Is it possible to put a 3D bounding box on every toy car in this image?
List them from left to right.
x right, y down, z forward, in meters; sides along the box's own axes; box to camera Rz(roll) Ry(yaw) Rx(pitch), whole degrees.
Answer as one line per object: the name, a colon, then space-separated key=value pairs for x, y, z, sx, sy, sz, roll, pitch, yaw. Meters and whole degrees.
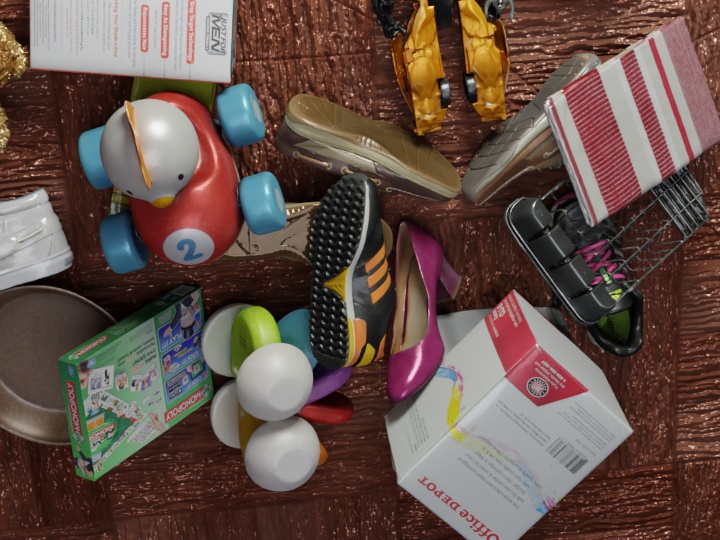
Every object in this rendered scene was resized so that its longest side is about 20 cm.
toy car: x=-0.191 y=-0.094 z=1.491 sx=0.183 sy=0.200 sz=0.178 roll=-15 pitch=85 yaw=9
toy car: x=-0.077 y=0.126 z=1.655 sx=0.149 sy=0.175 sz=0.201 roll=-14 pitch=114 yaw=-20

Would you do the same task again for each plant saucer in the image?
plant saucer: x=-0.333 y=0.096 z=1.667 sx=0.199 sy=0.037 sz=0.201 roll=2 pitch=118 yaw=4

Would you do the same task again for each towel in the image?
towel: x=-0.204 y=-0.134 z=1.608 sx=0.086 sy=0.018 sz=0.201 roll=10 pitch=111 yaw=-11
towel: x=0.283 y=-0.154 z=1.596 sx=0.200 sy=0.023 sz=0.145 roll=-33 pitch=110 yaw=-24

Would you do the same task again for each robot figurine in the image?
robot figurine: x=0.087 y=-0.244 z=1.572 sx=0.144 sy=0.058 sz=0.201 roll=-10 pitch=114 yaw=-2

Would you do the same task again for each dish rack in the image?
dish rack: x=0.267 y=-0.058 z=1.628 sx=0.200 sy=0.055 sz=0.154 roll=-39 pitch=95 yaw=-23

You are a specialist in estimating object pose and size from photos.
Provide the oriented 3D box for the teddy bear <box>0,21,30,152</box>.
teddy bear: x=-0.414 y=-0.161 z=1.532 sx=0.200 sy=0.067 sz=0.145 roll=-36 pitch=73 yaw=20

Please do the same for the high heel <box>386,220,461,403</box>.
high heel: x=0.045 y=0.043 z=1.625 sx=0.067 sy=0.201 sz=0.096 roll=-23 pitch=122 yaw=34

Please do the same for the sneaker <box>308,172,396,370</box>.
sneaker: x=0.000 y=0.000 z=1.591 sx=0.090 sy=0.070 sz=0.201 roll=0 pitch=98 yaw=-48

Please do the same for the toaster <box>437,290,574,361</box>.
toaster: x=0.149 y=0.133 z=1.703 sx=0.180 sy=0.119 sz=0.201 roll=-5 pitch=113 yaw=-5

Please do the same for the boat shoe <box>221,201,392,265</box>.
boat shoe: x=-0.067 y=-0.042 z=1.632 sx=0.199 sy=0.072 sz=0.073 roll=0 pitch=103 yaw=-7

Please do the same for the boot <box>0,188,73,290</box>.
boot: x=-0.406 y=-0.022 z=1.615 sx=0.199 sy=0.074 sz=0.096 roll=-18 pitch=101 yaw=-2

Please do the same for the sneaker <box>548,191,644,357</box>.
sneaker: x=0.263 y=0.010 z=1.674 sx=0.073 sy=0.087 sz=0.201 roll=-21 pitch=110 yaw=-4

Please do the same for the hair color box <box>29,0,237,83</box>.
hair color box: x=-0.222 y=-0.246 z=1.526 sx=0.199 sy=0.061 sz=0.102 roll=5 pitch=112 yaw=-1

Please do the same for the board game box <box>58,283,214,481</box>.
board game box: x=-0.231 y=0.114 z=1.625 sx=0.029 sy=0.200 sz=0.135 roll=12 pitch=118 yaw=31

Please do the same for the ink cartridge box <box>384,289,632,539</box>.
ink cartridge box: x=0.144 y=0.156 z=1.568 sx=0.145 sy=0.145 sz=0.200 roll=41 pitch=103 yaw=-19

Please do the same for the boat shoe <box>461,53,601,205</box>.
boat shoe: x=0.191 y=-0.135 z=1.621 sx=0.200 sy=0.076 sz=0.072 roll=-43 pitch=112 yaw=14

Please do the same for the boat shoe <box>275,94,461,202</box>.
boat shoe: x=0.006 y=-0.111 z=1.611 sx=0.199 sy=0.072 sz=0.072 roll=21 pitch=125 yaw=-14
